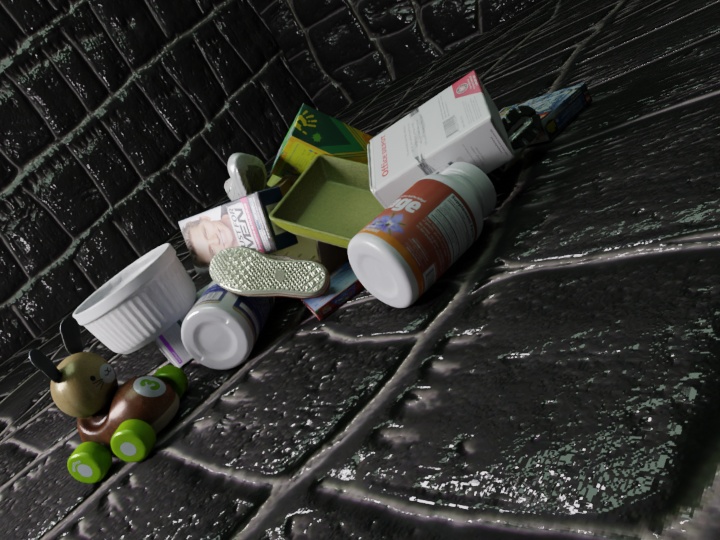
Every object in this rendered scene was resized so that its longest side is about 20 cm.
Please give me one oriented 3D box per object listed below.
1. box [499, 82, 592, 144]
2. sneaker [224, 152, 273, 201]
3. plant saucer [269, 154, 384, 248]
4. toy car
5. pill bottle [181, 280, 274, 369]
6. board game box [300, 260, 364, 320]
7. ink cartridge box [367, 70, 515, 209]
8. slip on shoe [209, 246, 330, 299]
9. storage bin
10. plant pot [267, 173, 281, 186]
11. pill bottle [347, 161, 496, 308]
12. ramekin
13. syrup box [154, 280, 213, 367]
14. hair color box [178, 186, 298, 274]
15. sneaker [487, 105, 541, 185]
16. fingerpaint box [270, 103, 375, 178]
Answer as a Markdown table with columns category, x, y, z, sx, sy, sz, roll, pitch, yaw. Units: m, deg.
| category | x | y | z | sx | sy | sz | roll | pitch | yaw |
| --- | --- | --- | --- | --- | --- | --- | --- | --- | --- |
| box | 0.295 | -0.266 | 1.107 | 0.137 | 0.040 | 0.200 | -40 | 19 | -24 |
| sneaker | -0.226 | -0.161 | 1.179 | 0.099 | 0.200 | 0.078 | 14 | 70 | 15 |
| plant saucer | -0.016 | -0.100 | 0.992 | 0.198 | 0.048 | 0.200 | 15 | 45 | 14 |
| toy car | -0.373 | 0.162 | 0.875 | 0.157 | 0.201 | 0.164 | -28 | 19 | 16 |
| pill bottle | -0.202 | 0.061 | 0.993 | 0.111 | 0.111 | 0.200 | -26 | 19 | 19 |
| board game box | 0.000 | 0.000 | 0.956 | 0.200 | 0.020 | 0.103 | -36 | 20 | -9 |
| ink cartridge box | 0.113 | -0.182 | 0.917 | 0.199 | 0.085 | 0.146 | -28 | 37 | 22 |
| slip on shoe | -0.137 | 0.009 | 0.929 | 0.199 | 0.075 | 0.061 | 7 | -13 | 15 |
| storage bin | -0.102 | -0.082 | 1.110 | 0.199 | 0.094 | 0.199 | 9 | 40 | 31 |
| plant pot | -0.148 | -0.143 | 1.344 | 0.190 | 0.200 | 0.200 | -51 | 22 | -15 |
| pill bottle | 0.086 | -0.053 | 0.798 | 0.200 | 0.113 | 0.112 | -42 | 20 | -26 |
| ramekin | -0.380 | 0.053 | 1.064 | 0.199 | 0.105 | 0.200 | -31 | 19 | 12 |
| syrup box | -0.279 | 0.080 | 1.120 | 0.200 | 0.082 | 0.079 | -37 | 18 | -15 |
| hair color box | -0.209 | -0.064 | 1.031 | 0.199 | 0.101 | 0.060 | -14 | 8 | 36 |
| sneaker | 0.207 | -0.173 | 0.990 | 0.200 | 0.078 | 0.090 | -39 | -7 | -1 |
| fingerpaint box | -0.067 | -0.214 | 1.166 | 0.074 | 0.166 | 0.200 | -71 | 13 | -16 |
